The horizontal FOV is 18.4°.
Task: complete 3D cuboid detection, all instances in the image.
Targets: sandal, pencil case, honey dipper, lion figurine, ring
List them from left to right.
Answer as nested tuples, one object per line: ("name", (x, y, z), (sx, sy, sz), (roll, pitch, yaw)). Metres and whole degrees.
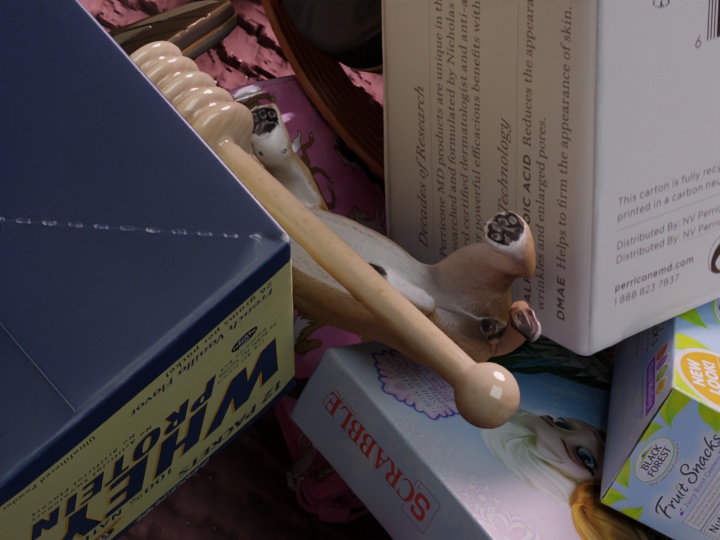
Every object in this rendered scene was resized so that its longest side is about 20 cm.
("sandal", (-0.126, -0.048, 0.963), (0.200, 0.081, 0.055), (-50, 122, -28))
("pencil case", (-0.019, 0.010, 1.000), (0.086, 0.083, 0.201), (-7, 72, -61))
("honey dipper", (-0.015, -0.013, 0.796), (0.038, 0.038, 0.200), (-29, 59, -36))
("lion figurine", (0.000, 0.000, 0.874), (0.200, 0.123, 0.073), (34, 75, 27))
("ring", (0.021, -0.111, 1.063), (0.200, 0.019, 0.201), (37, 36, -32))

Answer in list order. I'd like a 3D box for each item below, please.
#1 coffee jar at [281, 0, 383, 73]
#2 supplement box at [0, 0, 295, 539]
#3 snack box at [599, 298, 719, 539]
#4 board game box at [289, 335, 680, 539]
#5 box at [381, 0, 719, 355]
("coffee jar", (0.054, -0.127, 1.003), (0.199, 0.104, 0.086), (14, 47, -50))
("supplement box", (-0.135, -0.011, 0.794), (0.134, 0.200, 0.200), (-40, 79, -11))
("snack box", (0.204, 0.074, 0.929), (0.199, 0.068, 0.169), (25, 28, -4))
("board game box", (0.104, 0.100, 0.913), (0.199, 0.041, 0.200), (-8, 46, -46))
("box", (0.122, -0.101, 0.898), (0.198, 0.130, 0.201), (-19, 121, -32))
